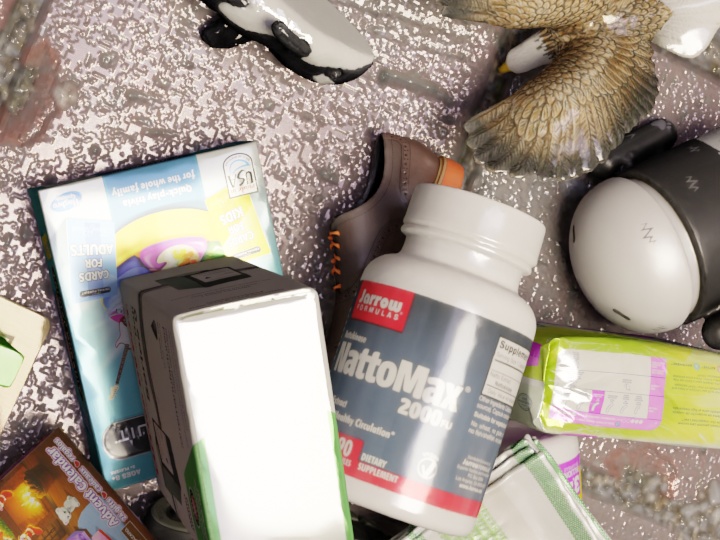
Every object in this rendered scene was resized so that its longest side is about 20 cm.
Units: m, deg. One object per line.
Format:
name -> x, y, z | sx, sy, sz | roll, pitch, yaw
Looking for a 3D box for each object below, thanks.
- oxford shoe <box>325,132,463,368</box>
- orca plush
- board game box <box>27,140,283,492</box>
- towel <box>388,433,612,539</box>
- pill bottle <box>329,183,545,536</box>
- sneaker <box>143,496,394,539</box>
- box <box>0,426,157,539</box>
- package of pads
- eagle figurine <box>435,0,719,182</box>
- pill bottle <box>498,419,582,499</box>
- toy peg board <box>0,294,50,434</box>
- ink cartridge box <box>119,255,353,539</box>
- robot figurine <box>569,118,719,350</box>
oxford shoe -> 0.000, 0.000, 0.998 | 0.072, 0.071, 0.202 | 28, 75, -14
orca plush -> -0.085, -0.168, 0.944 | 0.199, 0.106, 0.071 | 19, 128, -44
board game box -> -0.124, 0.028, 0.958 | 0.149, 0.047, 0.203 | -15, 99, -19
towel -> 0.079, 0.226, 0.962 | 0.199, 0.031, 0.150 | -37, 100, 2
pill bottle -> 0.045, 0.054, 0.908 | 0.118, 0.119, 0.203 | 20, 84, -21
sneaker -> -0.060, 0.206, 0.995 | 0.197, 0.075, 0.080 | 11, 106, -17
box -> -0.173, 0.217, 0.889 | 0.201, 0.039, 0.137 | 50, 45, -5
package of pads -> 0.182, 0.079, 1.023 | 0.197, 0.154, 0.069 | 7, 92, -21
eagle figurine -> 0.147, -0.163, 0.996 | 0.151, 0.200, 0.152 | 38, 123, 12
pill bottle -> 0.112, 0.215, 1.034 | 0.103, 0.104, 0.203 | -7, 97, -20
toy peg board -> -0.313, 0.083, 0.863 | 0.198, 0.098, 0.201 | 27, 84, -20
ink cartridge box -> -0.079, 0.077, 0.849 | 0.083, 0.200, 0.148 | -11, 98, -16
robot figurine -> 0.249, -0.032, 1.060 | 0.198, 0.150, 0.126 | -24, 119, -18
